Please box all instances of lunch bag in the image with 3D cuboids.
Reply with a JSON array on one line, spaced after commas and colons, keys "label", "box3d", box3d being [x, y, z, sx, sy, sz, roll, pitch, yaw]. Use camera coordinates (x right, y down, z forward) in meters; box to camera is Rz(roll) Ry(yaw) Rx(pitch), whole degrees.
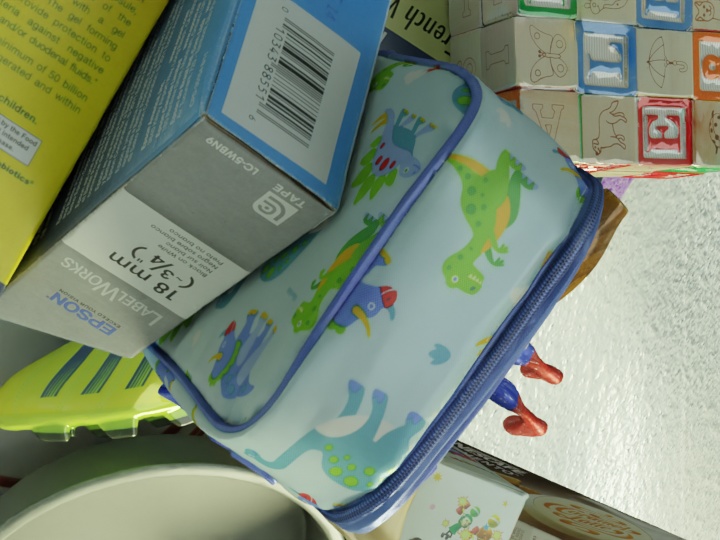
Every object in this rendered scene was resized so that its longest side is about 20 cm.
[{"label": "lunch bag", "box3d": [-0.006, 0.001, 0.675, 0.082, 0.200, 0.161, 37, 87, -21]}]

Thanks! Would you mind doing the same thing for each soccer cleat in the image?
[{"label": "soccer cleat", "box3d": [-0.070, 0.022, 0.804, 0.065, 0.199, 0.084, 167, -94, -87]}]

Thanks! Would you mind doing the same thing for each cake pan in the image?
[{"label": "cake pan", "box3d": [-0.105, 0.152, 0.877, 0.199, 0.037, 0.201, -10, 134, -11]}]

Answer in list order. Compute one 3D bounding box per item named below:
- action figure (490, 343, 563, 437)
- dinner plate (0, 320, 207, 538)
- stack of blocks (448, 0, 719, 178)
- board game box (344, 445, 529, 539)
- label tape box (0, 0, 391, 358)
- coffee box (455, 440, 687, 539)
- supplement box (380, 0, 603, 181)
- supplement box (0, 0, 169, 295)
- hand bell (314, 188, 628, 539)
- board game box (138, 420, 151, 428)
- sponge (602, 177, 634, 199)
[{"label": "action figure", "box3d": [0.060, 0.042, 1.132, 0.200, 0.052, 0.066, 42, 66, -48]}, {"label": "dinner plate", "box3d": [-0.132, 0.041, 0.830, 0.199, 0.024, 0.201, -13, 127, -17]}, {"label": "stack of blocks", "box3d": [0.100, -0.142, 0.768, 0.115, 0.059, 0.201, 1, 88, -26]}, {"label": "board game box", "box3d": [0.002, 0.185, 0.964, 0.064, 0.148, 0.201, 22, 90, -16]}, {"label": "label tape box", "box3d": [-0.076, -0.049, 0.699, 0.063, 0.200, 0.145, 33, 48, -23]}, {"label": "coffee box", "box3d": [0.095, 0.174, 1.109, 0.114, 0.199, 0.080, 5, 104, -54]}, {"label": "supplement box", "box3d": [0.036, -0.156, 0.846, 0.199, 0.134, 0.201, 30, 76, -22]}, {"label": "supplement box", "box3d": [-0.152, -0.097, 0.687, 0.109, 0.109, 0.201, 33, 76, -24]}, {"label": "hand bell", "box3d": [0.049, 0.035, 0.854, 0.200, 0.104, 0.104, -45, 143, 0]}, {"label": "board game box", "box3d": [-0.027, -0.004, 0.924, 0.199, 0.037, 0.152, -4, 106, -28]}, {"label": "sponge", "box3d": [0.117, -0.084, 0.938, 0.030, 0.112, 0.201, 17, 118, -24]}]
